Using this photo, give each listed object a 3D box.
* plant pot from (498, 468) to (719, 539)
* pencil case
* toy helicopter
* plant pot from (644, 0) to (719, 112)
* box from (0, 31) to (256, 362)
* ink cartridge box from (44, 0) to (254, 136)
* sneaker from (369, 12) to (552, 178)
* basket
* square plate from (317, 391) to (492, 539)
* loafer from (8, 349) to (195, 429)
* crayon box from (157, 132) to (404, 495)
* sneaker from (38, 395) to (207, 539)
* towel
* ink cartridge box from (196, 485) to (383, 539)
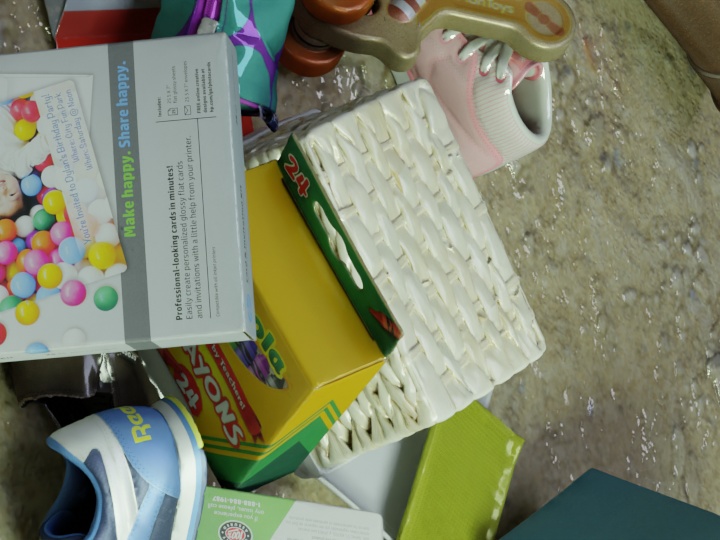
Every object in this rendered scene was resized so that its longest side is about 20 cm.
[{"bbox_3d":[0.201,0.240,1.502,0.141,0.199,0.142,-29,125,-49],"label":"plant pot"},{"bbox_3d":[-0.073,-0.184,1.351,0.092,0.085,0.201,47,52,-83],"label":"pencil case"},{"bbox_3d":[0.043,-0.182,1.495,0.199,0.079,0.133,13,59,-13],"label":"toy helicopter"},{"bbox_3d":[0.289,-0.250,1.789,0.198,0.200,0.201,41,51,-26],"label":"plant pot"},{"bbox_3d":[-0.158,-0.034,1.190,0.041,0.199,0.157,56,30,-78],"label":"box"},{"bbox_3d":[-0.119,-0.177,1.383,0.162,0.057,0.201,-11,84,-51],"label":"ink cartridge box"},{"bbox_3d":[0.065,-0.159,1.553,0.075,0.104,0.201,-37,107,-46],"label":"sneaker"},{"bbox_3d":[0.000,0.000,1.373,0.135,0.123,0.201,-30,96,-45],"label":"basket"},{"bbox_3d":[0.008,0.065,1.483,0.200,0.028,0.199,43,51,-34],"label":"square plate"},{"bbox_3d":[-0.157,0.040,1.256,0.200,0.073,0.071,58,41,-22],"label":"loafer"},{"bbox_3d":[-0.055,0.028,1.260,0.051,0.200,0.127,-22,73,-28],"label":"crayon box"},{"bbox_3d":[-0.135,0.165,1.239,0.082,0.074,0.201,-2,101,-32],"label":"sneaker"},{"bbox_3d":[0.055,0.173,1.478,0.086,0.018,0.201,44,52,-38],"label":"towel"},{"bbox_3d":[-0.051,0.230,1.289,0.117,0.067,0.201,11,62,-20],"label":"ink cartridge box"}]
